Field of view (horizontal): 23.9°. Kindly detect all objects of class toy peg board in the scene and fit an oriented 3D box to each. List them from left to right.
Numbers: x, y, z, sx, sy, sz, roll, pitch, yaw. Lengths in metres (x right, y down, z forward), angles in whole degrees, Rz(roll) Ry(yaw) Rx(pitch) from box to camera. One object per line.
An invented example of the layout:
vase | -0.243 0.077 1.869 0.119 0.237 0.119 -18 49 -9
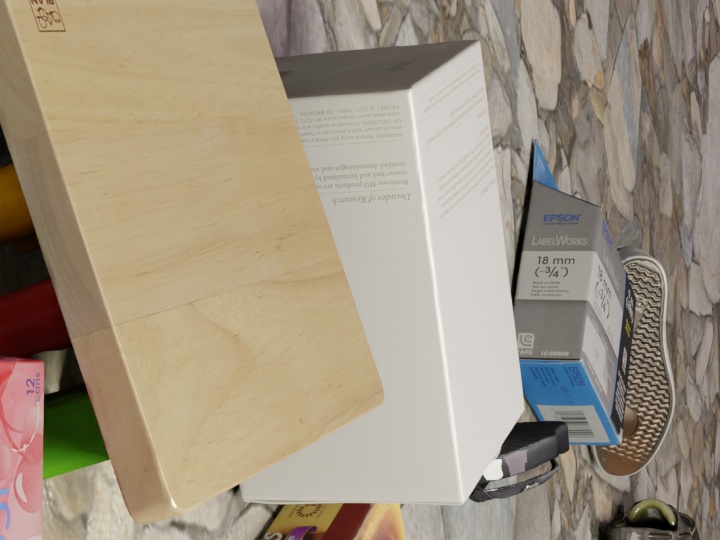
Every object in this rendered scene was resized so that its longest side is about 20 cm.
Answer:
toy peg board | -0.097 -0.012 0.665 0.200 0.098 0.200 -18 89 -68

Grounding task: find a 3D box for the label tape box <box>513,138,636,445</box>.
label tape box | 0.172 0.016 1.341 0.144 0.063 0.201 57 38 -53

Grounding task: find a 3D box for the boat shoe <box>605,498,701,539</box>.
boat shoe | 0.270 0.242 1.558 0.201 0.071 0.066 -12 104 -63

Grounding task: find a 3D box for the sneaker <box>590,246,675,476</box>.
sneaker | 0.234 0.076 1.482 0.085 0.072 0.201 -101 -165 -76

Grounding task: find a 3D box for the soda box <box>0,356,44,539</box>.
soda box | -0.144 0.127 0.541 0.070 0.063 0.201 7 82 -68

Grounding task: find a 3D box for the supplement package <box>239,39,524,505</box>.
supplement package | 0.000 0.000 0.835 0.121 0.119 0.201 -42 127 -64

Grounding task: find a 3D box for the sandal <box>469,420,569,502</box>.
sandal | 0.103 0.129 1.139 0.200 0.076 0.043 1 86 -68

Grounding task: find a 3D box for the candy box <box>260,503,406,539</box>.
candy box | -0.006 0.220 0.891 0.117 0.056 0.201 -52 137 -59
